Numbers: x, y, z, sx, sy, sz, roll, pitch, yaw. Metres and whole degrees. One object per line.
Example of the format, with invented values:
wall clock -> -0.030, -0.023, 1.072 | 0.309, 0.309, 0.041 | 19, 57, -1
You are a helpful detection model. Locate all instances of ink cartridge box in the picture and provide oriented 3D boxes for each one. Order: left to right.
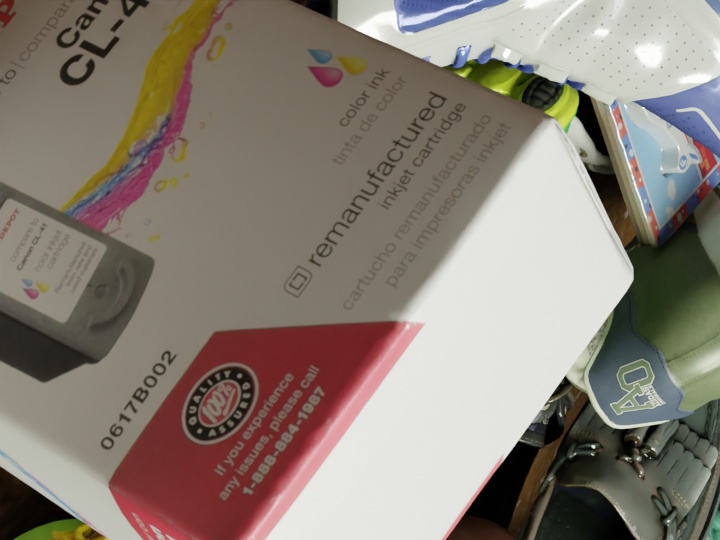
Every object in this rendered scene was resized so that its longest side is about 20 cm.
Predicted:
ink cartridge box -> -0.048, -0.001, 0.698 | 0.148, 0.199, 0.086 | -54, 146, -14

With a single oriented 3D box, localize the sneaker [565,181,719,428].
sneaker -> 0.115, 0.010, 0.985 | 0.090, 0.200, 0.067 | -30, 101, 6

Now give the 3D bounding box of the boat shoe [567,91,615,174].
boat shoe -> 0.107, -0.068, 0.990 | 0.199, 0.069, 0.071 | -2, 109, -56

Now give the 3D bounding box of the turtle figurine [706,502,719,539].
turtle figurine -> 0.093, 0.179, 1.090 | 0.200, 0.101, 0.150 | -41, 159, 6

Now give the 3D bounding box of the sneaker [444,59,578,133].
sneaker -> 0.000, 0.000, 0.893 | 0.200, 0.074, 0.084 | -47, 150, -4

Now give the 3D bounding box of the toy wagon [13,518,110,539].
toy wagon -> -0.114, 0.138, 0.784 | 0.154, 0.040, 0.201 | 4, 130, -34

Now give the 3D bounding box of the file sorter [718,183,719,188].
file sorter -> 0.215, 0.006, 1.149 | 0.138, 0.122, 0.201 | -18, 128, -49

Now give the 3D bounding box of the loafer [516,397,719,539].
loafer -> 0.096, 0.112, 1.003 | 0.201, 0.072, 0.063 | -60, 168, -14

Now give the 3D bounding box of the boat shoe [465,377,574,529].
boat shoe -> 0.058, 0.057, 1.024 | 0.069, 0.056, 0.201 | 21, 95, -58

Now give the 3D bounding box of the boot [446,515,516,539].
boot -> -0.008, 0.079, 0.851 | 0.187, 0.069, 0.201 | -4, 145, -17

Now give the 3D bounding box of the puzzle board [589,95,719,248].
puzzle board -> 0.119, -0.132, 0.934 | 0.151, 0.017, 0.201 | -43, 123, -39

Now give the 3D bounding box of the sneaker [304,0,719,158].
sneaker -> 0.042, -0.095, 0.840 | 0.199, 0.081, 0.115 | 40, 105, -23
